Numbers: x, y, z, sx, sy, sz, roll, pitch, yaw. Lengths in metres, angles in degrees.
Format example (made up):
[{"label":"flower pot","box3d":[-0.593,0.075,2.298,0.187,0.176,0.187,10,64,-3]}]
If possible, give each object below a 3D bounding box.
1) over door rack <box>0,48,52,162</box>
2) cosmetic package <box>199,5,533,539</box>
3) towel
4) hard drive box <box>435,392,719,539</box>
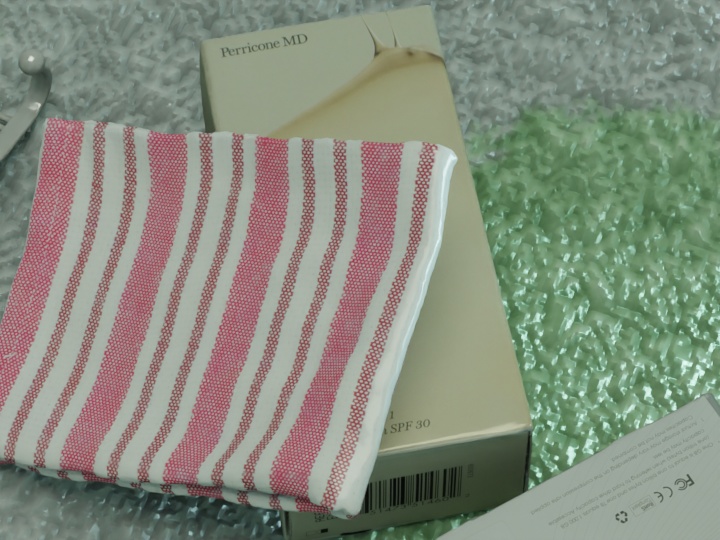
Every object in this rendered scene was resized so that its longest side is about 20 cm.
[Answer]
[{"label":"over door rack","box3d":[-0.237,-0.040,1.243,0.147,0.067,0.201,24,63,14]},{"label":"cosmetic package","box3d":[0.000,0.000,1.218,0.103,0.073,0.201,-10,62,-5]},{"label":"towel","box3d":[-0.063,0.014,1.167,0.199,0.030,0.147,5,75,36]},{"label":"hard drive box","box3d":[0.118,0.171,1.119,0.155,0.077,0.200,-27,63,-14]}]
